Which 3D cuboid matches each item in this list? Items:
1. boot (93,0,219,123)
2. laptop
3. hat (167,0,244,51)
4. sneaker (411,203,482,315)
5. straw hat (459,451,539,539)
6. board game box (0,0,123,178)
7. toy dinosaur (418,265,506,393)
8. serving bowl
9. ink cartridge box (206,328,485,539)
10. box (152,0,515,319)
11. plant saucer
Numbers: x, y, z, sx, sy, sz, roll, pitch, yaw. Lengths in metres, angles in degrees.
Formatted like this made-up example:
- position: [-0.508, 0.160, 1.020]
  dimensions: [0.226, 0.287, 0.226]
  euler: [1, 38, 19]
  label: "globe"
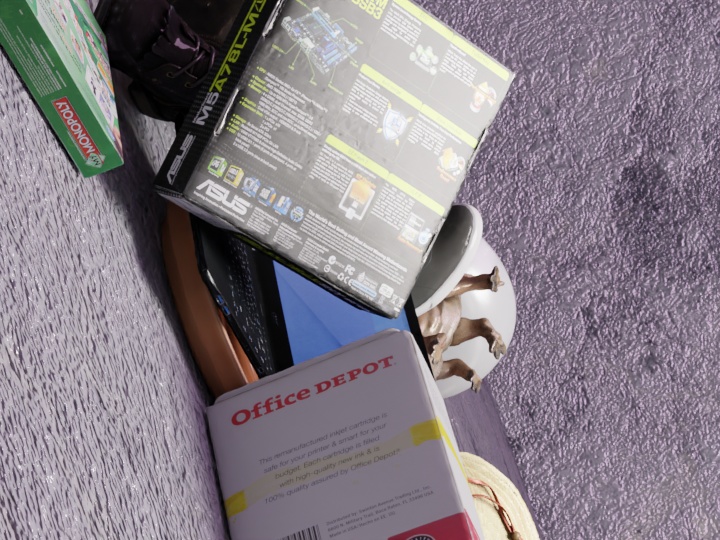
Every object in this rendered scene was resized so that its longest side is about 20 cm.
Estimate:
- position: [-0.085, -0.130, 1.483]
  dimensions: [0.069, 0.174, 0.200]
  euler: [-63, 160, -12]
  label: "boot"
- position: [-0.037, -0.003, 1.480]
  dimensions: [0.177, 0.103, 0.200]
  euler: [-105, 171, -50]
  label: "laptop"
- position: [-0.113, -0.158, 1.610]
  dimensions: [0.081, 0.200, 0.201]
  euler: [-41, 115, -42]
  label: "hat"
- position: [0.000, 0.000, 1.697]
  dimensions: [0.099, 0.200, 0.071]
  euler: [42, 18, -53]
  label: "sneaker"
- position: [0.059, 0.253, 1.748]
  dimensions: [0.201, 0.085, 0.202]
  euler: [18, 63, -40]
  label: "straw hat"
- position: [-0.199, -0.169, 1.279]
  dimensions: [0.135, 0.029, 0.200]
  euler: [-105, 171, -49]
  label: "board game box"
- position: [0.040, 0.047, 1.791]
  dimensions: [0.200, 0.135, 0.086]
  euler: [-53, 139, -37]
  label: "toy dinosaur"
- position: [0.033, 0.039, 1.901]
  dimensions: [0.200, 0.200, 0.066]
  euler: [66, 31, -23]
  label: "serving bowl"
- position: [-0.003, 0.152, 1.339]
  dimensions: [0.083, 0.145, 0.200]
  euler: [63, 8, -45]
  label: "ink cartridge box"
- position: [-0.013, -0.094, 1.422]
  dimensions: [0.200, 0.194, 0.047]
  euler: [30, -9, -36]
  label: "box"
- position: [-0.092, 0.038, 1.488]
  dimensions: [0.200, 0.032, 0.201]
  euler: [-21, 90, -84]
  label: "plant saucer"
